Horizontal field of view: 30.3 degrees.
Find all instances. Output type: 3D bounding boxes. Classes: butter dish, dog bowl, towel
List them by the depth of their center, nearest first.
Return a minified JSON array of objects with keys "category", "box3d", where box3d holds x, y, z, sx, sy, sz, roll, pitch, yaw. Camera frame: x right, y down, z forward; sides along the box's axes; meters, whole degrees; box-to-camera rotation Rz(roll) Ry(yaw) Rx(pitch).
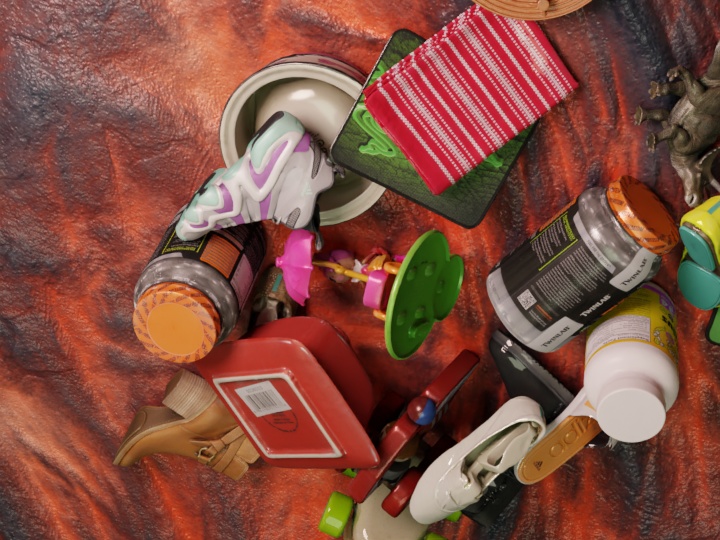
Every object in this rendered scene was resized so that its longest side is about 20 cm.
[{"category":"towel","box3d":[0.116,-0.189,1.405,0.200,0.022,0.145,-37,111,2]},{"category":"dog bowl","box3d":[-0.053,-0.153,1.481,0.199,0.074,0.201,5,122,8]},{"category":"butter dish","box3d":[-0.063,0.124,1.565,0.200,0.148,0.200,-8,124,44]}]

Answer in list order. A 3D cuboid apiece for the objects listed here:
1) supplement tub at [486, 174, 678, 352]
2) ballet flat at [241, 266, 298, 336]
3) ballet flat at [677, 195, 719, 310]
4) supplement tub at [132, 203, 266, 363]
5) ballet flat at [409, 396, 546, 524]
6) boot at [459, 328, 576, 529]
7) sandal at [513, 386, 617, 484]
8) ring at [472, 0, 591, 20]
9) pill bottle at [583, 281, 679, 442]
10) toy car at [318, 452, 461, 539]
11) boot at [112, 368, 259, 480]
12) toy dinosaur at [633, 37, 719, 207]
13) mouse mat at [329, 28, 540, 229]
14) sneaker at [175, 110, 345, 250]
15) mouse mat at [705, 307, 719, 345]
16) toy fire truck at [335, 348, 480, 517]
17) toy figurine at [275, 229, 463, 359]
[{"category":"supplement tub","box3d":[0.247,-0.009,1.480,0.122,0.123,0.200,40,122,-14]},{"category":"ballet flat","box3d":[-0.120,0.087,1.652,0.070,0.065,0.201,13,124,7]},{"category":"ballet flat","box3d":[0.387,-0.020,1.454,0.067,0.067,0.200,37,168,27]},{"category":"supplement tub","box3d":[-0.187,0.010,1.537,0.122,0.200,0.123,6,123,9]},{"category":"ballet flat","box3d":[0.138,0.227,1.547,0.200,0.069,0.069,-43,108,1]},{"category":"boot","box3d":[0.158,0.193,1.612,0.165,0.066,0.200,42,94,-16]},{"category":"sandal","box3d":[0.276,0.192,1.587,0.207,0.059,0.079,-43,129,-4]},{"category":"ring","box3d":[0.173,-0.347,1.324,0.200,0.019,0.201,2,113,5]},{"category":"pill bottle","box3d":[0.304,0.102,1.491,0.104,0.200,0.105,6,123,8]},{"category":"toy car","box3d":[0.031,0.333,1.763,0.164,0.158,0.200,23,152,1]},{"category":"boot","box3d":[-0.224,0.229,1.770,0.155,0.077,0.200,36,115,-17]},{"category":"toy dinosaur","box3d":[0.355,-0.170,1.396,0.102,0.077,0.201,5,117,-16]},{"category":"mouse mat","box3d":[0.083,-0.149,1.433,0.200,0.008,0.161,25,101,-21]},{"category":"sneaker","box3d":[-0.100,-0.065,1.457,0.140,0.078,0.200,42,121,-15]},{"category":"mouse mat","box3d":[0.494,0.018,1.506,0.160,0.008,0.201,12,123,4]},{"category":"toy fire truck","box3d":[0.060,0.190,1.608,0.112,0.200,0.168,38,128,12]},{"category":"toy figurine","box3d":[0.000,0.000,1.537,0.184,0.200,0.151,18,104,24]}]
